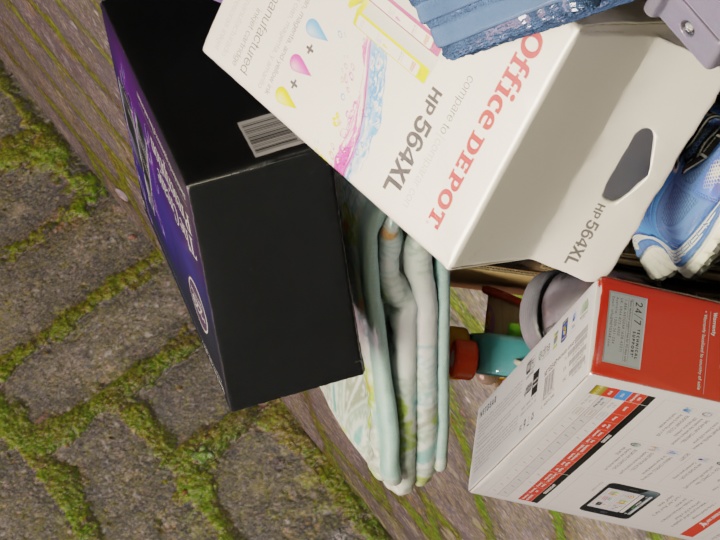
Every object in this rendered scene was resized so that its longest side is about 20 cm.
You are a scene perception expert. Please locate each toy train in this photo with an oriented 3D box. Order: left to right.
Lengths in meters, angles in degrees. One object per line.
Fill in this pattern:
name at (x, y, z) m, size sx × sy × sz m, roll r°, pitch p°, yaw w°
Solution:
toy train at (0.133, 0.046, 1.259) m, size 0.150 × 0.056 × 0.200 m, roll 4°, pitch 175°, yaw 31°

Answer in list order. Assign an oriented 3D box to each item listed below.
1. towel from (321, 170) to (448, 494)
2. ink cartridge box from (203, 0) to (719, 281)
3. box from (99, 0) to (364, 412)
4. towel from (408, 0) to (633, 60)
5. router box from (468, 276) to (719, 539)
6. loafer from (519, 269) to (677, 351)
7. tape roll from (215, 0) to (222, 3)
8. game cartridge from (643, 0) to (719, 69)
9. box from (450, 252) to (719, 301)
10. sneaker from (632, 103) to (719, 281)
towel at (0.000, 0.000, 1.193) m, size 0.171 × 0.048 × 0.201 m, roll -122°, pitch 25°, yaw -52°
ink cartridge box at (0.054, -0.098, 0.972) m, size 0.200 × 0.129 × 0.125 m, roll 42°, pitch -150°, yaw 28°
box at (-0.068, -0.046, 1.124) m, size 0.200 × 0.079 × 0.142 m, roll -119°, pitch 14°, yaw -53°
towel at (0.038, -0.187, 0.841) m, size 0.111 × 0.048 × 0.201 m, roll -13°, pitch 100°, yaw 52°
router box at (0.165, 0.078, 1.052) m, size 0.179 × 0.049 × 0.200 m, roll 13°, pitch 156°, yaw -9°
loafer at (0.174, 0.050, 1.137) m, size 0.199 × 0.072 × 0.063 m, roll 24°, pitch 155°, yaw -31°
tape roll at (-0.071, -0.226, 1.160) m, size 0.200 × 0.066 × 0.201 m, roll 25°, pitch -146°, yaw -19°
game cartridge at (0.101, -0.189, 0.850) m, size 0.200 × 0.038 × 0.130 m, roll 51°, pitch 157°, yaw 16°
box at (0.103, 0.001, 1.239) m, size 0.200 × 0.163 × 0.021 m, roll 177°, pitch 100°, yaw -76°
sneaker at (0.152, -0.049, 1.033) m, size 0.089 × 0.078 × 0.200 m, roll 52°, pitch 170°, yaw -1°
